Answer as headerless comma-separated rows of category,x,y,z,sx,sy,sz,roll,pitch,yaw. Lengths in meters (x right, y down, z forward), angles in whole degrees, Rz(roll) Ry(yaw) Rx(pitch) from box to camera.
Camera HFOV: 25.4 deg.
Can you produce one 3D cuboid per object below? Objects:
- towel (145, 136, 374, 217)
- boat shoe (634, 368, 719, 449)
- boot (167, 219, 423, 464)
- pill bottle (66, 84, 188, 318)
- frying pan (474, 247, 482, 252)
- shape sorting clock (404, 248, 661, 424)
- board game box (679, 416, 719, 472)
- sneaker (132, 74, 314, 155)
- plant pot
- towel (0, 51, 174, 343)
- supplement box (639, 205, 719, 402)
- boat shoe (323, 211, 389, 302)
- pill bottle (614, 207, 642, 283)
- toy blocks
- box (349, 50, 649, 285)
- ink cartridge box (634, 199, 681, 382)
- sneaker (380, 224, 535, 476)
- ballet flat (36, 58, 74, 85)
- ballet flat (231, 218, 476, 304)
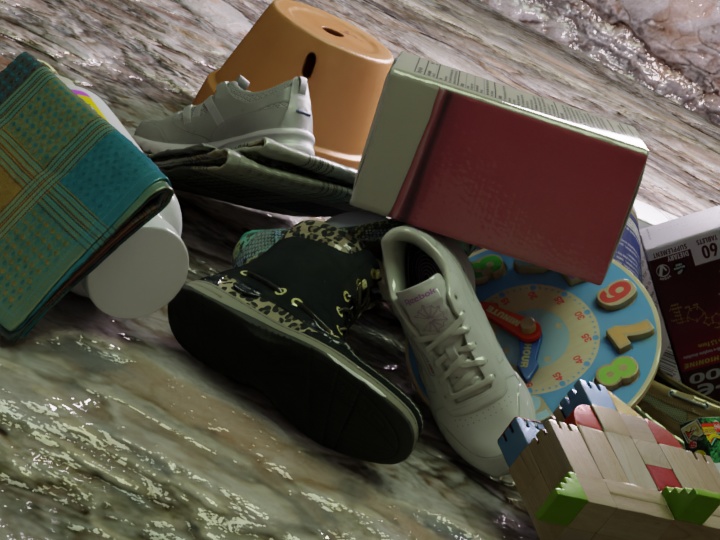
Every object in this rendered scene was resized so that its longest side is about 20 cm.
towel,-0.078,-0.078,1.354,0.200,0.035,0.192,12,-6,-35
boat shoe,0.235,0.087,1.399,0.200,0.076,0.072,35,20,23
boot,-0.015,0.041,1.132,0.203,0.074,0.154,29,38,20
pill bottle,-0.193,-0.048,1.144,0.104,0.104,0.200,13,23,-36
frying pan,0.076,0.009,1.333,0.115,0.031,0.190,44,34,-10
shape sorting clock,0.133,0.052,1.244,0.200,0.200,0.039,40,-19,35
board game box,0.332,0.170,1.308,0.200,0.023,0.105,3,65,-49
sneaker,-0.115,-0.129,1.408,0.200,0.082,0.075,2,-11,35
plant pot,-0.057,-0.185,1.636,0.200,0.140,0.200,23,19,-8
towel,-0.227,-0.055,1.078,0.200,0.147,0.022,40,-9,39
supplement box,0.324,0.047,1.407,0.109,0.200,0.061,-17,18,9
boat shoe,0.029,0.003,1.374,0.200,0.070,0.071,14,64,-39
pill bottle,0.183,0.029,1.348,0.111,0.111,0.200,20,47,-18
toy blocks,0.176,0.138,1.108,0.200,0.100,0.137,15,33,-30
box,0.103,-0.080,1.211,0.200,0.109,0.128,18,14,1
ink cartridge box,0.273,0.020,1.518,0.200,0.146,0.084,23,19,-12
sneaker,0.061,0.057,1.162,0.200,0.075,0.100,67,15,20
ballet flat,-0.245,-0.117,1.319,0.069,0.070,0.200,11,24,-38
ballet flat,0.000,0.000,1.259,0.199,0.074,0.074,-7,23,-2
